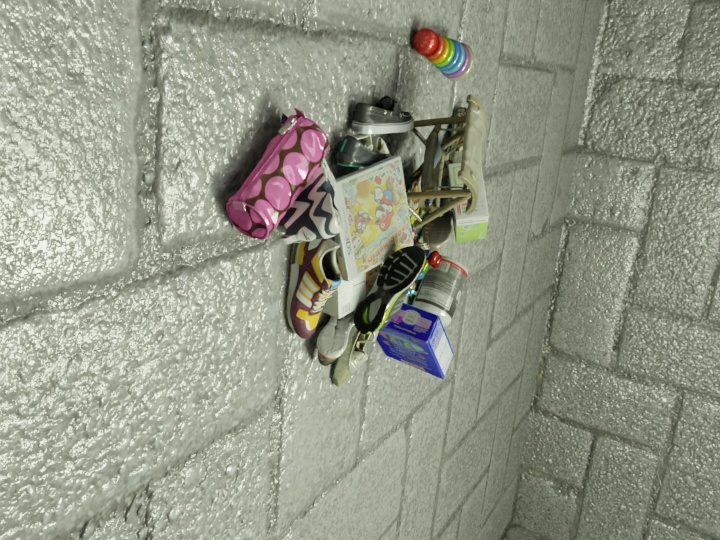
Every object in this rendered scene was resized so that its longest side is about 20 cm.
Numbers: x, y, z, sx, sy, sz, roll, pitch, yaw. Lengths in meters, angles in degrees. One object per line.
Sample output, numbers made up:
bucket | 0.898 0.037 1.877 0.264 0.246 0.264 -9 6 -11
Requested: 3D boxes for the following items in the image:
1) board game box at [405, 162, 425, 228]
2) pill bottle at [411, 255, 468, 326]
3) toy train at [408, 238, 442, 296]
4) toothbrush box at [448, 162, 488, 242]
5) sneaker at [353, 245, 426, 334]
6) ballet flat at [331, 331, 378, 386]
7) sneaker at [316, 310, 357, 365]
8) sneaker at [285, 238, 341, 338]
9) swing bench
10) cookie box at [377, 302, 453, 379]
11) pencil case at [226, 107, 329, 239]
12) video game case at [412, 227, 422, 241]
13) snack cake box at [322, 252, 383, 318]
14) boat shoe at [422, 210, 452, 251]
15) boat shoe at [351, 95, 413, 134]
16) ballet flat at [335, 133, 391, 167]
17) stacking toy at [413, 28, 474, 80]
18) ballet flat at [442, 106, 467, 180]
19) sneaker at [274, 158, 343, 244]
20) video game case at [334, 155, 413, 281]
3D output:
board game box | 0.117 -0.155 1.519 0.201 0.023 0.107 -51 144 -44
pill bottle | 0.199 0.074 1.754 0.204 0.112 0.114 -67 151 -17
toy train | 0.113 -0.008 1.483 0.118 0.084 0.200 -61 166 2
toothbrush box | 0.272 -0.171 1.705 0.200 0.084 0.150 61 23 -76
sneaker | 0.063 0.037 1.329 0.201 0.074 0.081 -52 159 12
ballet flat | -0.003 0.159 1.462 0.067 0.061 0.204 42 66 -60
sneaker | -0.039 0.112 1.390 0.201 0.076 0.083 -52 171 -37
sneaker | -0.080 0.037 1.224 0.075 0.088 0.205 -29 128 -54
swing bench | 0.175 -0.222 1.402 0.129 0.197 0.203 36 54 -40
cookie box | 0.118 0.156 1.580 0.076 0.168 0.201 -59 149 -21
pencil case | -0.130 -0.150 1.045 0.203 0.089 0.094 -61 163 -23
video game case | 0.075 -0.055 1.539 0.199 0.035 0.185 33 73 -62
snack cake box | 0.000 0.000 1.348 0.198 0.066 0.118 -25 124 -42
boat shoe | 0.191 -0.088 1.677 0.201 0.074 0.073 -59 163 -58
boat shoe | 0.048 -0.313 1.340 0.198 0.069 0.068 -20 122 -50
ballet flat | 0.019 -0.230 1.316 0.199 0.072 0.075 -4 107 -60
stacking toy | 0.180 -0.486 1.496 0.198 0.084 0.088 -3 105 -58
ballet flat | 0.253 -0.320 1.714 0.068 0.074 0.204 34 72 -62
sneaker | -0.105 -0.120 1.129 0.080 0.127 0.202 60 13 -53
video game case | 0.022 -0.102 1.277 0.198 0.023 0.186 -29 116 -41
